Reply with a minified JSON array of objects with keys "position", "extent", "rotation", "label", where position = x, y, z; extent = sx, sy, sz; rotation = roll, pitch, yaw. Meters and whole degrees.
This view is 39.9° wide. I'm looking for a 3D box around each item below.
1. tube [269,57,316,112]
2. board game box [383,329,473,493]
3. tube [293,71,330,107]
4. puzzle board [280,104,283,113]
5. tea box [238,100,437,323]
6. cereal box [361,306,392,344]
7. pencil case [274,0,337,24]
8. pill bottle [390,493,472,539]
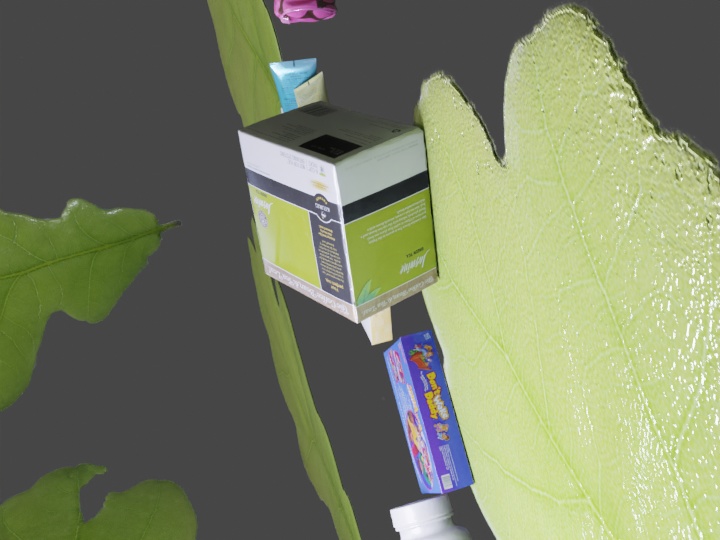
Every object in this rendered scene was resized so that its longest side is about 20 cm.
[{"position":[-0.101,-0.268,1.672],"extent":[0.201,0.076,0.051],"rotation":[83,176,-46],"label":"tube"},{"position":[0.087,0.190,1.313],"extent":[0.135,0.044,0.203],"rotation":[123,133,-75],"label":"board game box"},{"position":[-0.060,-0.209,1.585],"extent":[0.052,0.057,0.203],"rotation":[40,-144,-81],"label":"tube"},{"position":[-0.128,-0.260,1.829],"extent":[0.201,0.017,0.152],"rotation":[-94,-3,-60],"label":"puzzle board"},{"position":[-0.026,-0.076,1.178],"extent":[0.199,0.133,0.199],"rotation":[26,131,47],"label":"tea box"},{"position":[0.000,0.000,1.544],"extent":[0.201,0.039,0.145],"rotation":[-118,19,-55],"label":"cereal box"},{"position":[-0.094,-0.440,1.358],"extent":[0.091,0.092,0.203],"rotation":[-164,61,-78],"label":"pencil case"},{"position":[0.105,0.403,1.304],"extent":[0.112,0.111,0.203],"rotation":[118,139,-74],"label":"pill bottle"}]
